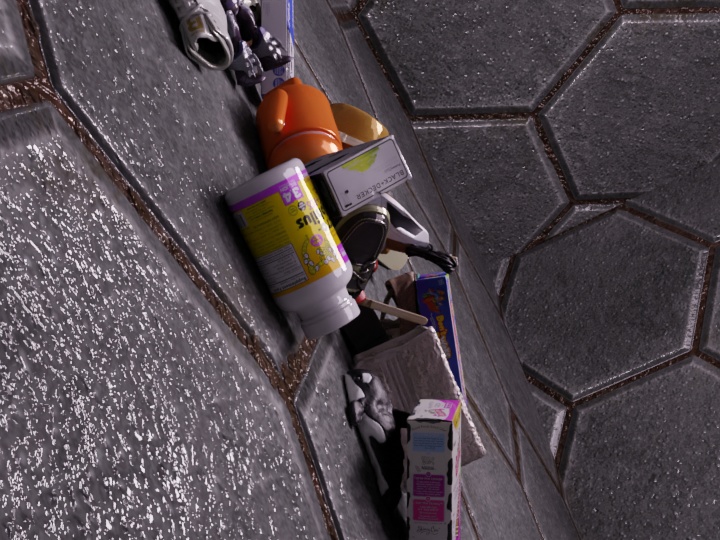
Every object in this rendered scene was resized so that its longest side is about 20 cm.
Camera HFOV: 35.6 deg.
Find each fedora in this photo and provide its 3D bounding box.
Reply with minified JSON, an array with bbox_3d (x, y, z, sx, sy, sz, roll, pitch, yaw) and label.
[{"bbox_3d":[-0.020,-0.214,1.806,0.083,0.199,0.201,-68,157,-7],"label":"fedora"}]

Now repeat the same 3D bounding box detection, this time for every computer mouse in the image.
[{"bbox_3d":[0.057,-0.055,1.597,0.109,0.044,0.200,33,-5,47],"label":"computer mouse"}]

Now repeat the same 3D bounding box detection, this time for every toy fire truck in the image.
[{"bbox_3d":[0.000,0.000,1.579,0.176,0.128,0.202,-60,125,-77],"label":"toy fire truck"}]

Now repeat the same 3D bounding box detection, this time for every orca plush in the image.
[{"bbox_3d":[0.037,0.208,1.457,0.106,0.070,0.201,55,15,-43],"label":"orca plush"}]

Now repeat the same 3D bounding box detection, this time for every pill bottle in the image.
[{"bbox_3d":[-0.075,-0.024,1.335,0.202,0.103,0.104,64,11,-7],"label":"pill bottle"}]

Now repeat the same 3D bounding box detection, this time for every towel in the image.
[{"bbox_3d":[0.078,0.187,1.540,0.034,0.131,0.202,27,39,-79],"label":"towel"}]

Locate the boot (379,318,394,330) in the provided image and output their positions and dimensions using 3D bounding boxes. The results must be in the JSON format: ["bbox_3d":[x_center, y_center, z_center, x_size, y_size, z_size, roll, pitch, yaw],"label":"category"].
[{"bbox_3d":[0.062,0.165,1.677,0.202,0.073,0.095,63,13,9],"label":"boot"}]

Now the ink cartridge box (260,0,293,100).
[{"bbox_3d":[-0.128,-0.351,1.734,0.094,0.044,0.203,77,12,-77],"label":"ink cartridge box"}]

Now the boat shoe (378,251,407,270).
[{"bbox_3d":[0.004,-0.076,1.959,0.201,0.074,0.063,47,-17,-33],"label":"boat shoe"}]

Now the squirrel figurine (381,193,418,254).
[{"bbox_3d":[-0.011,-0.109,1.764,0.187,0.140,0.202,-105,169,-68],"label":"squirrel figurine"}]

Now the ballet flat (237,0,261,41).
[{"bbox_3d":[-0.191,-0.401,1.695,0.074,0.072,0.200,67,11,9],"label":"ballet flat"}]

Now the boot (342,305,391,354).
[{"bbox_3d":[0.032,0.139,1.611,0.076,0.073,0.202,64,2,-71],"label":"boot"}]

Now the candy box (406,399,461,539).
[{"bbox_3d":[0.095,0.274,1.420,0.136,0.060,0.203,-26,115,-79],"label":"candy box"}]

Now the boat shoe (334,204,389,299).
[{"bbox_3d":[-0.015,0.001,1.417,0.071,0.201,0.067,13,46,-22],"label":"boat shoe"}]

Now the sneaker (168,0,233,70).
[{"bbox_3d":[-0.218,-0.349,1.439,0.200,0.073,0.116,56,11,-47],"label":"sneaker"}]

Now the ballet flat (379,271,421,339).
[{"bbox_3d":[0.063,0.087,1.673,0.201,0.066,0.069,-92,175,-46],"label":"ballet flat"}]

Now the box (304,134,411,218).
[{"bbox_3d":[-0.036,-0.111,1.427,0.199,0.116,0.061,-3,-66,62],"label":"box"}]

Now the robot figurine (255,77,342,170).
[{"bbox_3d":[-0.088,-0.186,1.605,0.145,0.115,0.201,104,-24,-48],"label":"robot figurine"}]

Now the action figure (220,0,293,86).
[{"bbox_3d":[-0.180,-0.369,1.599,0.130,0.069,0.201,-46,121,-31],"label":"action figure"}]

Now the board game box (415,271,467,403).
[{"bbox_3d":[0.119,0.107,1.639,0.134,0.044,0.203,-31,112,-83],"label":"board game box"}]
